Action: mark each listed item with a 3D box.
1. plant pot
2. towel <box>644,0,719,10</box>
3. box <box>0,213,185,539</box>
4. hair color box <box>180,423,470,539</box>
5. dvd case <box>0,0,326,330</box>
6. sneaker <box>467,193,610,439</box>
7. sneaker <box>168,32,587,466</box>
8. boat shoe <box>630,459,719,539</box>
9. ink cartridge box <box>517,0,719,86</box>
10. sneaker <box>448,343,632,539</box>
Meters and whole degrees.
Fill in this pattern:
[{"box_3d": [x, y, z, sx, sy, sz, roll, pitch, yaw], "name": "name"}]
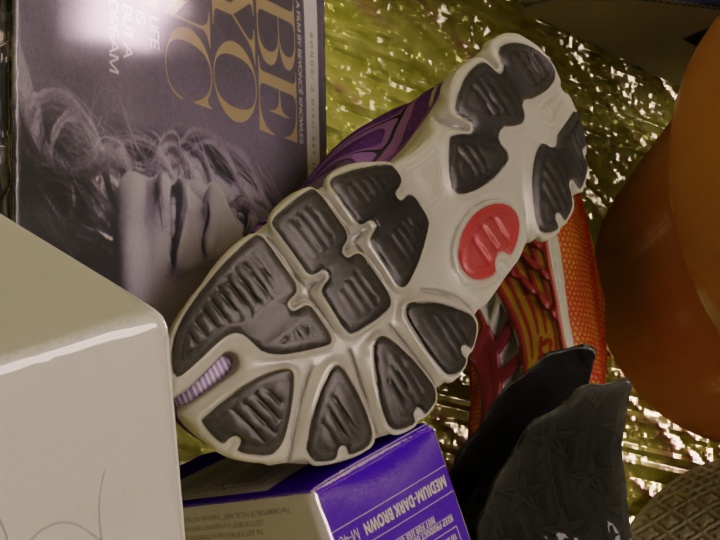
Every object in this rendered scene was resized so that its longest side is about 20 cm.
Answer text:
[{"box_3d": [0.183, -0.013, 0.947, 0.199, 0.183, 0.202, 7, 73, -22], "name": "plant pot"}, {"box_3d": [0.094, -0.198, 0.926, 0.144, 0.024, 0.202, 1, 81, -40], "name": "towel"}, {"box_3d": [-0.124, 0.103, 0.547, 0.151, 0.106, 0.201, -17, 117, -31], "name": "box"}, {"box_3d": [-0.001, 0.156, 0.798, 0.065, 0.109, 0.201, -24, 99, -44], "name": "hair color box"}, {"box_3d": [-0.058, -0.036, 0.780, 0.200, 0.016, 0.150, 17, 70, -64], "name": "dvd case"}, {"box_3d": [0.072, 0.051, 0.926, 0.077, 0.073, 0.202, 6, 82, -60], "name": "sneaker"}, {"box_3d": [0.000, 0.000, 0.801, 0.200, 0.083, 0.081, -41, 104, -43], "name": "sneaker"}, {"box_3d": [0.133, 0.149, 0.960, 0.201, 0.074, 0.063, -67, 147, -48], "name": "boat shoe"}, {"box_3d": [0.162, -0.154, 1.048, 0.199, 0.084, 0.147, 20, 67, -40], "name": "ink cartridge box"}, {"box_3d": [0.067, 0.130, 0.856, 0.104, 0.060, 0.201, -23, 116, -5], "name": "sneaker"}]
